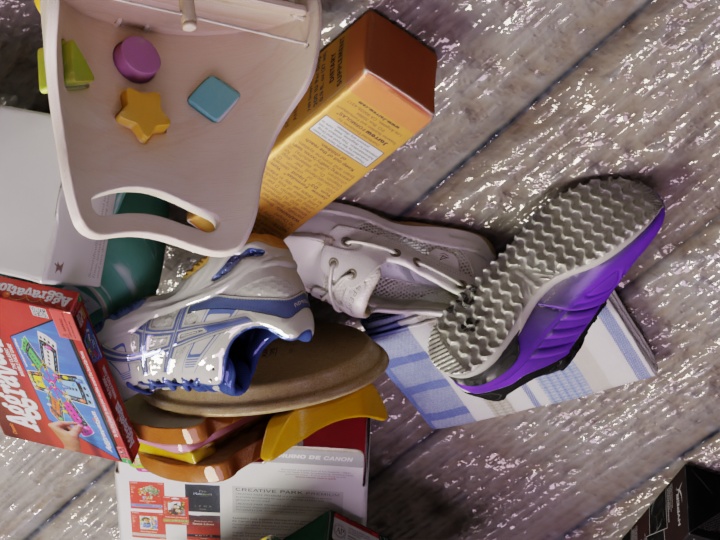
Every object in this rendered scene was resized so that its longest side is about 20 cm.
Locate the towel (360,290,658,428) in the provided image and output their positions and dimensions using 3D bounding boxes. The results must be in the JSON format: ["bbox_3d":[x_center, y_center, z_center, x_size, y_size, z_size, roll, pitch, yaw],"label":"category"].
[{"bbox_3d":[0.115,0.058,1.787,0.199,0.024,0.147,-16,136,23],"label":"towel"}]

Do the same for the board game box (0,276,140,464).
[{"bbox_3d":[-0.220,0.067,1.597,0.103,0.019,0.200,12,149,16],"label":"board game box"}]

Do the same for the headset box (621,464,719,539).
[{"bbox_3d":[0.292,0.265,1.959,0.148,0.077,0.200,17,136,-14],"label":"headset box"}]

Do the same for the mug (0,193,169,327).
[{"bbox_3d":[-0.217,-0.024,1.653,0.152,0.115,0.185,-2,137,6],"label":"mug"}]

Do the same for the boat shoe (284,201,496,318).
[{"bbox_3d":[0.000,0.000,1.697,0.199,0.069,0.071,6,138,-2],"label":"boat shoe"}]

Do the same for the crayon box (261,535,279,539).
[{"bbox_3d":[-0.072,0.300,1.818,0.172,0.058,0.200,33,133,-28],"label":"crayon box"}]

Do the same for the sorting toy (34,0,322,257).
[{"bbox_3d":[-0.131,-0.101,1.487,0.200,0.181,0.107,10,158,-32],"label":"sorting toy"}]

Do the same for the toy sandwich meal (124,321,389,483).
[{"bbox_3d":[-0.073,0.096,1.719,0.204,0.205,0.070,-5,105,9],"label":"toy sandwich meal"}]

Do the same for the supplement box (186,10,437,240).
[{"bbox_3d":[-0.035,-0.089,1.607,0.069,0.067,0.200,30,131,-26],"label":"supplement box"}]

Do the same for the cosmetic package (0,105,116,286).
[{"bbox_3d":[-0.266,-0.060,1.564,0.199,0.113,0.081,13,-179,21],"label":"cosmetic package"}]

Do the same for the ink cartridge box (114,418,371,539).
[{"bbox_3d":[-0.092,0.160,1.865,0.199,0.084,0.176,3,139,0],"label":"ink cartridge box"}]

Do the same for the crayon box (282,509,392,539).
[{"bbox_3d":[-0.003,0.286,1.900,0.200,0.058,0.172,29,136,-28],"label":"crayon box"}]

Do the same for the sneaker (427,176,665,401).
[{"bbox_3d":[0.143,0.019,1.679,0.200,0.070,0.100,-40,140,1],"label":"sneaker"}]

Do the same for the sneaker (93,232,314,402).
[{"bbox_3d":[-0.122,0.058,1.624,0.200,0.088,0.075,-34,161,22],"label":"sneaker"}]
